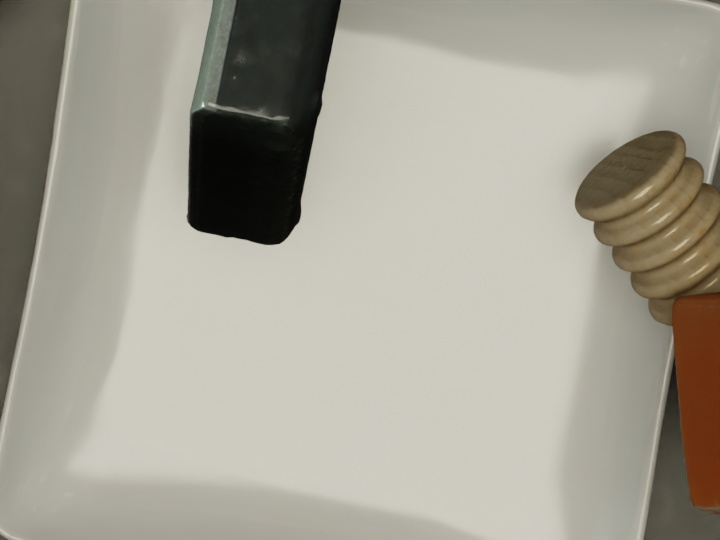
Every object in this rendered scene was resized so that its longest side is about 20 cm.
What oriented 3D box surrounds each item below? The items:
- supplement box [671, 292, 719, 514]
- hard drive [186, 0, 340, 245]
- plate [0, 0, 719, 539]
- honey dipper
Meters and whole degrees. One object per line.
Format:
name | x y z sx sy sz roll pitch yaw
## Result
supplement box | 0.192 0.026 0.815 0.199 0.067 0.069 -6 92 -24
hard drive | -0.012 -0.117 0.769 0.033 0.140 0.201 11 78 -2
plate | 0.000 0.000 0.862 0.199 0.032 0.201 10 95 -2
honey dipper | 0.131 0.046 0.850 0.038 0.038 0.200 -35 111 3
